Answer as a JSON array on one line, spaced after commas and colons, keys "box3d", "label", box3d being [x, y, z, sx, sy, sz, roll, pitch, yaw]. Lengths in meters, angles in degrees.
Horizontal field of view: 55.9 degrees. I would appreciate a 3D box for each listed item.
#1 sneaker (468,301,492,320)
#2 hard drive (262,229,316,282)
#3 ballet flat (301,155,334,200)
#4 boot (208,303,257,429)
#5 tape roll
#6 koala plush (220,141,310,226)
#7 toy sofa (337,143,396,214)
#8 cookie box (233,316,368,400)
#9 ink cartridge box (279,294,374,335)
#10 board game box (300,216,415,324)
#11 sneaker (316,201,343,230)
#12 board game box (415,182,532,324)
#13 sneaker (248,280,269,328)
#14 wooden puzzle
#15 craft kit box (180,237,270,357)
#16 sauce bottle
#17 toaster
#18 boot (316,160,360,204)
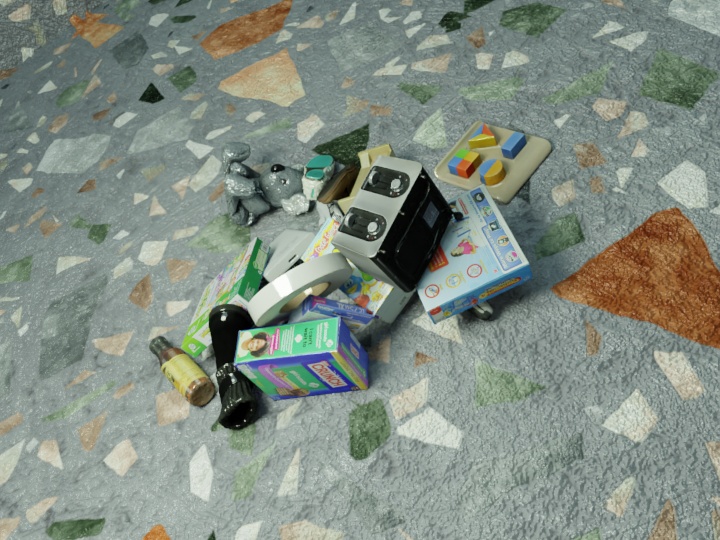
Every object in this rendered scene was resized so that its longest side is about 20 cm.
[{"box3d": [0.203, -0.007, 1.282, 0.115, 0.076, 0.201, -42, 63, 3], "label": "sneaker"}, {"box3d": [-0.172, -0.035, 1.459, 0.132, 0.027, 0.200, -45, 18, -11], "label": "hard drive"}, {"box3d": [-0.103, -0.217, 1.600, 0.071, 0.072, 0.200, -13, 22, 14], "label": "ballet flat"}, {"box3d": [-0.239, 0.182, 1.283, 0.079, 0.212, 0.158, -6, 44, -9], "label": "boot"}, {"box3d": [-0.106, 0.035, 1.209, 0.202, 0.203, 0.037, -31, 80, -2], "label": "tape roll"}, {"box3d": [-0.219, -0.196, 1.609, 0.198, 0.185, 0.178, -7, 48, -9], "label": "koala plush"}, {"box3d": [0.029, -0.176, 1.467, 0.082, 0.098, 0.201, -13, 36, 28], "label": "toy sofa"}, {"box3d": [-0.103, 0.165, 1.248, 0.198, 0.171, 0.076, -10, 55, 16], "label": "cookie box"}, {"box3d": [-0.070, 0.100, 1.250, 0.200, 0.119, 0.042, -42, 40, 51], "label": "ink cartridge box"}, {"box3d": [0.000, 0.000, 1.330, 0.200, 0.103, 0.105, 37, 94, 26], "label": "board game box"}, {"box3d": [-0.078, -0.075, 1.485, 0.114, 0.075, 0.200, -31, 51, -5], "label": "sneaker"}, {"box3d": [0.180, -0.032, 1.237, 0.195, 0.056, 0.201, -26, 55, 7], "label": "board game box"}, {"box3d": [-0.222, 0.078, 1.401, 0.079, 0.096, 0.200, 43, 76, 3], "label": "sneaker"}, {"box3d": [0.284, -0.250, 1.482, 0.199, 0.046, 0.185, 29, 70, 37], "label": "wooden puzzle"}, {"box3d": [-0.276, 0.053, 1.406, 0.197, 0.048, 0.201, -43, 23, 28], "label": "craft kit box"}, {"box3d": [-0.376, 0.204, 1.410, 0.066, 0.066, 0.200, -45, 48, -14], "label": "sauce bottle"}, {"box3d": [0.063, -0.077, 1.172, 0.118, 0.200, 0.182, 23, 80, 34], "label": "toaster"}, {"box3d": [-0.034, -0.179, 1.498, 0.073, 0.076, 0.200, -32, 11, 29], "label": "boot"}]
